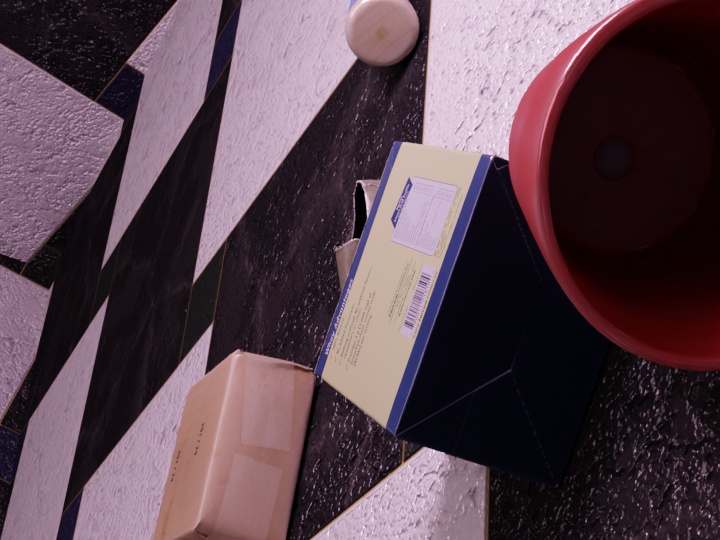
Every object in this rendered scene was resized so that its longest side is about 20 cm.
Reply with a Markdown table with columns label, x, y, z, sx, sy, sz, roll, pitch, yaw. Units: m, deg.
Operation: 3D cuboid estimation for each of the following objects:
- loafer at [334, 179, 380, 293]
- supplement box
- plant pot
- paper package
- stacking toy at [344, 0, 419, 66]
| label | x | y | z | sx | sy | sz | roll | pitch | yaw |
| --- | --- | --- | --- | --- | --- | --- | --- | --- | --- |
| loafer | 0.000 | 0.000 | 1.332 | 0.075 | 0.069 | 0.203 | -25 | 48 | 63 |
| supplement box | 0.081 | 0.024 | 0.992 | 0.203 | 0.133 | 0.200 | -70 | 19 | 2 |
| plant pot | 0.172 | -0.061 | 0.773 | 0.177 | 0.198 | 0.203 | -128 | 59 | -77 |
| paper package | -0.140 | 0.213 | 1.466 | 0.190 | 0.102 | 0.203 | 143 | 141 | -60 |
| stacking toy | 0.019 | -0.313 | 1.572 | 0.086 | 0.084 | 0.201 | -61 | 16 | 25 |
